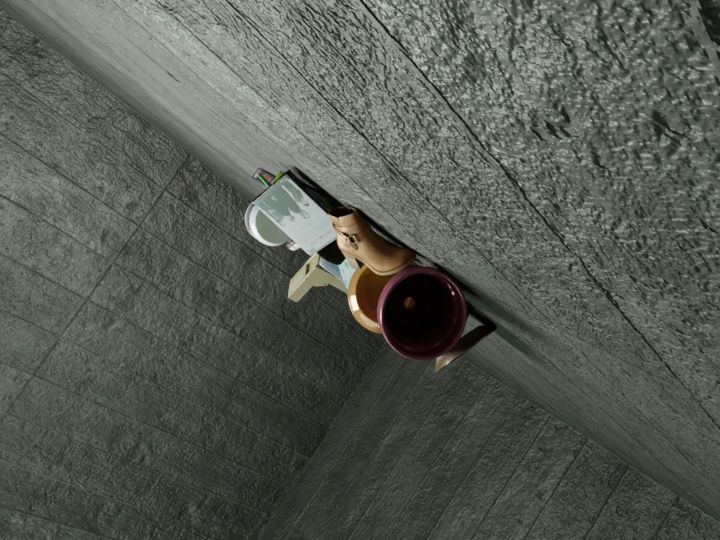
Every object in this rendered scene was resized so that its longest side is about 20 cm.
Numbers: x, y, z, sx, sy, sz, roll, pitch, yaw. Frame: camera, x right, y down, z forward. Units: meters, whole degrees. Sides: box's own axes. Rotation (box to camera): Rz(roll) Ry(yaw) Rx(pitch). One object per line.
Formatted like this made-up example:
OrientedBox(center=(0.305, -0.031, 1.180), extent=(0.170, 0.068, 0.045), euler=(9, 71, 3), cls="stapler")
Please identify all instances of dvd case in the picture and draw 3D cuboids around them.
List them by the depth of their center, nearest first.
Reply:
OrientedBox(center=(-0.145, -0.133, 1.407), extent=(0.200, 0.025, 0.150), euler=(43, 135, -20), cls="dvd case")

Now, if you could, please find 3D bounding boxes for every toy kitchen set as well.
OrientedBox(center=(-0.108, 0.024, 1.963), extent=(0.198, 0.180, 0.165), euler=(29, -142, -23), cls="toy kitchen set")

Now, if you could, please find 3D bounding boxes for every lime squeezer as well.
OrientedBox(center=(-0.207, -0.182, 1.497), extent=(0.070, 0.038, 0.200), euler=(36, 178, 18), cls="lime squeezer")

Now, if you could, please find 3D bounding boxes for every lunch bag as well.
OrientedBox(center=(0.000, 0.000, 1.656), extent=(0.200, 0.076, 0.163), euler=(173, 79, -72), cls="lunch bag")

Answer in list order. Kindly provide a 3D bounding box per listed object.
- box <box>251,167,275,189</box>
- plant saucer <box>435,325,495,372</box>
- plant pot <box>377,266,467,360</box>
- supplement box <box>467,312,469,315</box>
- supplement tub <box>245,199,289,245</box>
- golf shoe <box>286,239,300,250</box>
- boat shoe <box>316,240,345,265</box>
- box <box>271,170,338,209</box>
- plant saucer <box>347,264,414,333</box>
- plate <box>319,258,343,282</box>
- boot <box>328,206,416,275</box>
OrientedBox(center=(-0.222, -0.227, 1.748), extent=(0.199, 0.038, 0.136), euler=(33, 175, 40), cls="box")
OrientedBox(center=(0.274, 0.203, 1.573), extent=(0.037, 0.199, 0.200), euler=(54, 180, 13), cls="plant saucer")
OrientedBox(center=(0.127, 0.084, 1.344), extent=(0.199, 0.201, 0.179), euler=(36, -177, -11), cls="plant pot")
OrientedBox(center=(0.172, 0.114, 1.569), extent=(0.200, 0.135, 0.200), euler=(42, 178, 12), cls="supplement box")
OrientedBox(center=(-0.265, -0.149, 1.736), extent=(0.140, 0.141, 0.200), euler=(36, 176, -18), cls="supplement tub")
OrientedBox(center=(-0.141, -0.099, 1.721), extent=(0.092, 0.073, 0.199), euler=(38, 138, -23), cls="golf shoe")
OrientedBox(center=(-0.114, -0.097, 1.523), extent=(0.200, 0.076, 0.074), euler=(42, -177, -13), cls="boat shoe")
OrientedBox(center=(-0.124, -0.173, 1.490), extent=(0.199, 0.048, 0.122), euler=(34, 176, 35), cls="box")
OrientedBox(center=(0.064, 0.057, 1.467), extent=(0.199, 0.201, 0.037), euler=(34, 175, 9), cls="plant saucer")
OrientedBox(center=(-0.031, -0.029, 1.913), extent=(0.199, 0.032, 0.201), euler=(36, -146, -15), cls="plate")
OrientedBox(center=(0.020, -0.072, 1.314), extent=(0.198, 0.074, 0.156), euler=(1, 129, 36), cls="boot")
